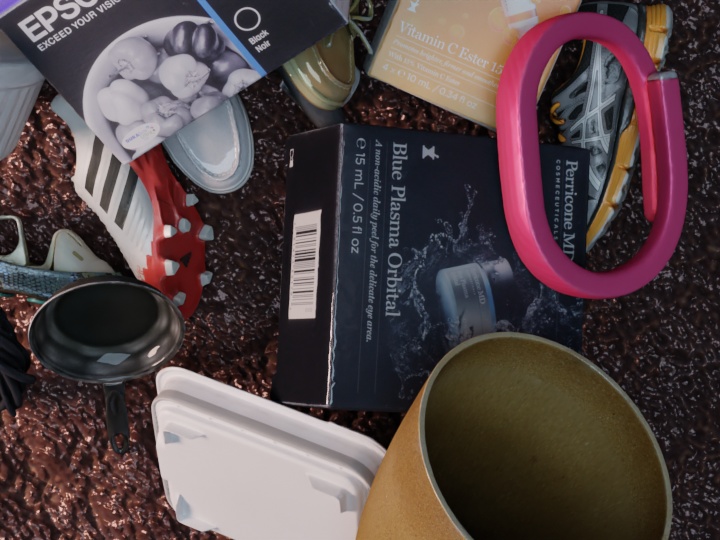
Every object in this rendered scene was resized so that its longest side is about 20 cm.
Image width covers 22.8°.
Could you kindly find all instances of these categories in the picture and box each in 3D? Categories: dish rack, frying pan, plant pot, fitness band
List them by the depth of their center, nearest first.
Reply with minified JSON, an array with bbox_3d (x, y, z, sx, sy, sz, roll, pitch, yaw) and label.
[{"bbox_3d":[0.077,0.170,1.200,0.186,0.187,0.200,32,139,-7],"label":"plant pot"},{"bbox_3d":[0.163,-0.081,1.253,0.143,0.037,0.201,-7,93,-30],"label":"fitness band"},{"bbox_3d":[-0.069,0.163,1.325,0.199,0.044,0.172,19,141,18],"label":"dish rack"},{"bbox_3d":[-0.173,0.063,1.339,0.114,0.031,0.190,-19,139,10],"label":"frying pan"}]

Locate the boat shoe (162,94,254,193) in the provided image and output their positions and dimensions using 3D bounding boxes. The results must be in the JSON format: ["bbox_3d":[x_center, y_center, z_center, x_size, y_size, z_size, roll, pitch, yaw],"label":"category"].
[{"bbox_3d":[-0.132,-0.150,1.324,0.072,0.069,0.201,-15,100,1],"label":"boat shoe"}]

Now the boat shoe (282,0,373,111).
[{"bbox_3d":[-0.034,-0.214,1.279,0.062,0.073,0.201,-20,76,29],"label":"boat shoe"}]

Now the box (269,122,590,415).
[{"bbox_3d":[0.051,0.003,1.287,0.199,0.117,0.198,4,87,-23],"label":"box"}]

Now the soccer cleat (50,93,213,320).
[{"bbox_3d":[-0.172,-0.053,1.348,0.085,0.069,0.201,1,121,34],"label":"soccer cleat"}]

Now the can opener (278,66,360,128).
[{"bbox_3d":[-0.071,-0.185,1.305,0.053,0.066,0.200,-43,113,2],"label":"can opener"}]

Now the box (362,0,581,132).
[{"bbox_3d":[0.096,-0.214,1.304,0.124,0.098,0.201,22,99,-6],"label":"box"}]

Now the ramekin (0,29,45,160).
[{"bbox_3d":[-0.321,-0.141,1.262,0.201,0.203,0.095,17,112,-5],"label":"ramekin"}]

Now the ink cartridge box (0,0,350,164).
[{"bbox_3d":[-0.141,-0.194,1.191,0.198,0.044,0.200,-30,122,18],"label":"ink cartridge box"}]

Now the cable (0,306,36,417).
[{"bbox_3d":[-0.331,0.047,1.330,0.163,0.051,0.200,-19,125,31],"label":"cable"}]

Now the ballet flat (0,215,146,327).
[{"bbox_3d":[-0.249,-0.005,1.350,0.199,0.074,0.075,10,100,-5],"label":"ballet flat"}]

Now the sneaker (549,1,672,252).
[{"bbox_3d":[0.176,-0.108,1.345,0.077,0.078,0.201,15,96,8],"label":"sneaker"}]
